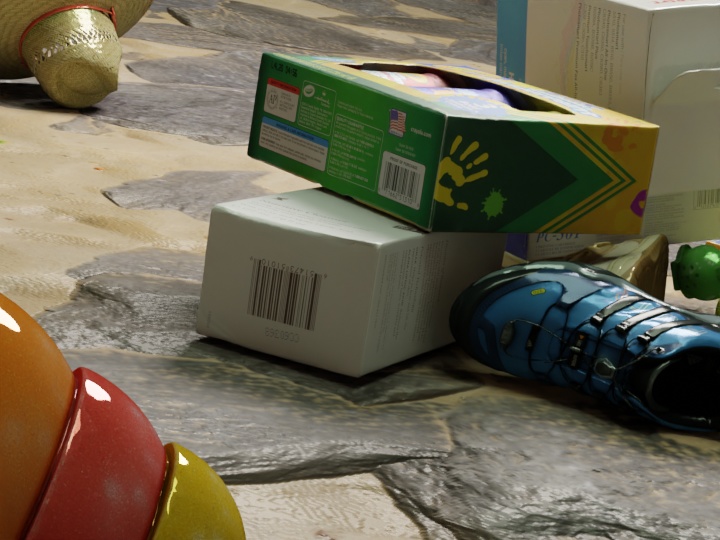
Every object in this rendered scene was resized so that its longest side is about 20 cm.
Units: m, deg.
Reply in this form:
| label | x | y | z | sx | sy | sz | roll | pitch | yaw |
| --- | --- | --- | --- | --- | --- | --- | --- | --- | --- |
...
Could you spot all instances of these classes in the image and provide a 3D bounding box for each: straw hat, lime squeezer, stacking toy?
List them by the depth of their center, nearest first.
| label | x | y | z | sx | sy | sz | roll | pitch | yaw |
| --- | --- | --- | --- | --- | --- | --- | --- | --- | --- |
| stacking toy | -0.092 | 0.101 | 0.784 | 0.200 | 0.146 | 0.146 | 27 | 9 | -12 |
| lime squeezer | 0.235 | -0.005 | 1.460 | 0.070 | 0.038 | 0.200 | -27 | 4 | -8 |
| straw hat | -0.248 | -0.188 | 1.922 | 0.201 | 0.201 | 0.085 | -4 | 60 | -49 |

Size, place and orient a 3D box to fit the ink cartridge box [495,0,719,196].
| label | x | y | z | sx | sy | sz | roll | pitch | yaw |
| --- | --- | --- | --- | --- | --- | --- | --- | --- | --- |
| ink cartridge box | 0.197 | -0.130 | 1.490 | 0.128 | 0.126 | 0.200 | -8 | 19 | -28 |

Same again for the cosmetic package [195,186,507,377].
| label | x | y | z | sx | sy | sz | roll | pitch | yaw |
| --- | --- | --- | --- | --- | --- | --- | --- | --- | --- |
| cosmetic package | 0.000 | 0.000 | 1.317 | 0.112 | 0.081 | 0.200 | 14 | 14 | 22 |

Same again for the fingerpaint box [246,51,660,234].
| label | x | y | z | sx | sy | sz | roll | pitch | yaw |
| --- | --- | --- | --- | --- | --- | --- | --- | --- | --- |
| fingerpaint box | 0.055 | -0.081 | 1.370 | 0.166 | 0.074 | 0.200 | 1 | 15 | -35 |

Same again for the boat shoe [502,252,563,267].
| label | x | y | z | sx | sy | sz | roll | pitch | yaw |
| --- | --- | --- | --- | --- | --- | --- | --- | --- | --- |
| boat shoe | 0.116 | -0.038 | 1.588 | 0.199 | 0.076 | 0.072 | 19 | 13 | 28 |

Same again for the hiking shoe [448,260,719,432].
| label | x | y | z | sx | sy | sz | roll | pitch | yaw |
| --- | --- | --- | --- | --- | --- | --- | --- | --- | --- |
| hiking shoe | 0.149 | 0.043 | 1.260 | 0.199 | 0.075 | 0.087 | 10 | 12 | 1 |

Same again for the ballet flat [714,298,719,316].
| label | x | y | z | sx | sy | sz | roll | pitch | yaw |
| --- | --- | --- | --- | --- | --- | --- | --- | --- | --- |
| ballet flat | 0.332 | 0.031 | 1.467 | 0.199 | 0.067 | 0.067 | 2 | -23 | -17 |

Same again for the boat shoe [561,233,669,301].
| label | x | y | z | sx | sy | sz | roll | pitch | yaw |
| --- | --- | --- | --- | --- | --- | --- | --- | --- | --- |
| boat shoe | 0.154 | 0.012 | 1.405 | 0.069 | 0.074 | 0.200 | 4 | 2 | 15 |

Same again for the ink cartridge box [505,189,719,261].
| label | x | y | z | sx | sy | sz | roll | pitch | yaw |
| --- | --- | --- | --- | --- | --- | --- | --- | --- | --- |
| ink cartridge box | 0.176 | -0.047 | 1.509 | 0.199 | 0.044 | 0.094 | -6 | 17 | -26 |

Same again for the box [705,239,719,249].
| label | x | y | z | sx | sy | sz | roll | pitch | yaw |
| --- | --- | --- | --- | --- | --- | --- | --- | --- | --- |
| box | 0.362 | 0.018 | 1.625 | 0.200 | 0.042 | 0.119 | 19 | 15 | 41 |
